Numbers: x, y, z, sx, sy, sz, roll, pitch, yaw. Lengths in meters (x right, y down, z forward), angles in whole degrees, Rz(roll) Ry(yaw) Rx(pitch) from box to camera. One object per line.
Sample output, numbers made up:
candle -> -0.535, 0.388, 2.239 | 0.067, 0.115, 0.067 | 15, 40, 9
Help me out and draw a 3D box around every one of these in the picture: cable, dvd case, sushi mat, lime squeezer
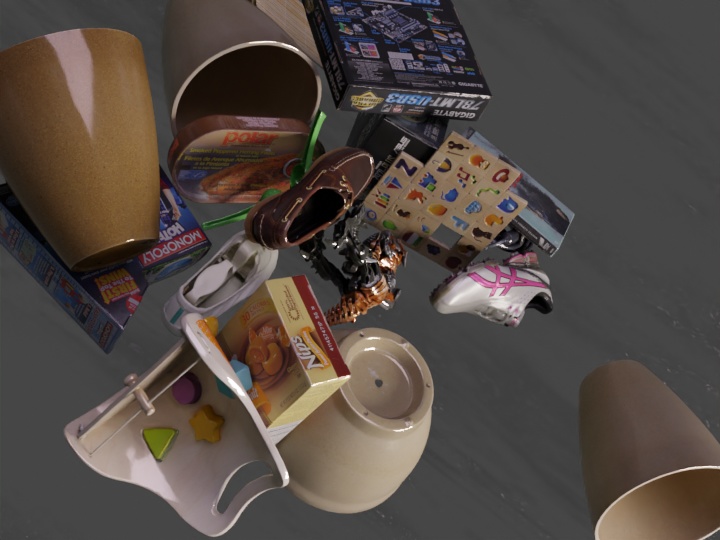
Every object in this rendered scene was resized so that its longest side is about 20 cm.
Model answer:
cable -> 0.163, -0.105, 1.414 | 0.163, 0.051, 0.200 | -12, 54, -48
dvd case -> 0.204, -0.112, 1.411 | 0.200, 0.022, 0.146 | 40, 30, 3
sushi mat -> -0.078, -0.336, 1.419 | 0.200, 0.012, 0.096 | 32, 45, -41
lime squeezer -> -0.098, -0.100, 1.226 | 0.038, 0.200, 0.071 | 51, 7, 27

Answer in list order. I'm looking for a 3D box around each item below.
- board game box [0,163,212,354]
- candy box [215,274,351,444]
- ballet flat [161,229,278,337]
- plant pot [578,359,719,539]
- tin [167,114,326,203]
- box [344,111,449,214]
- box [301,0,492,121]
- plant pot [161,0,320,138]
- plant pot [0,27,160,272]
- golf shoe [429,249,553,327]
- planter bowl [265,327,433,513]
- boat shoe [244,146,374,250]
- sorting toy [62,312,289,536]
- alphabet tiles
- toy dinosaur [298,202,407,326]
board game box -> -0.273, -0.022, 1.108 | 0.199, 0.062, 0.201 | -24, 74, -39
candy box -> -0.100, 0.105, 1.033 | 0.055, 0.200, 0.116 | -8, 64, -39
ballet flat -> -0.148, 0.002, 1.165 | 0.069, 0.069, 0.200 | 43, 48, 1
plant pot -> 0.347, 0.216, 1.263 | 0.186, 0.188, 0.201 | 12, 40, -24
tin -> -0.136, -0.135, 1.232 | 0.199, 0.112, 0.042 | -2, 49, -32
box -> 0.051, -0.195, 1.352 | 0.086, 0.164, 0.201 | 28, 50, -12
box -> 0.043, -0.278, 1.264 | 0.198, 0.050, 0.200 | -1, 54, -26
plant pot -> -0.171, -0.262, 1.264 | 0.186, 0.188, 0.201 | -2, 46, -32
plant pot -> -0.276, -0.109, 1.021 | 0.185, 0.186, 0.201 | -16, 82, -37
golf shoe -> 0.179, 0.032, 1.338 | 0.199, 0.073, 0.093 | -12, 68, -37
planter bowl -> -0.003, 0.145, 1.111 | 0.199, 0.135, 0.202 | 15, 53, -21
boat shoe -> -0.043, -0.082, 1.193 | 0.200, 0.070, 0.071 | -42, 125, -35
sorting toy -> -0.157, 0.161, 0.997 | 0.181, 0.200, 0.107 | 53, 26, 6
alphabet tiles -> 0.106, -0.088, 1.288 | 0.166, 0.200, 0.008 | 29, 46, -11
toy dinosaur -> 0.000, 0.000, 1.239 | 0.136, 0.102, 0.200 | 55, 17, -15
